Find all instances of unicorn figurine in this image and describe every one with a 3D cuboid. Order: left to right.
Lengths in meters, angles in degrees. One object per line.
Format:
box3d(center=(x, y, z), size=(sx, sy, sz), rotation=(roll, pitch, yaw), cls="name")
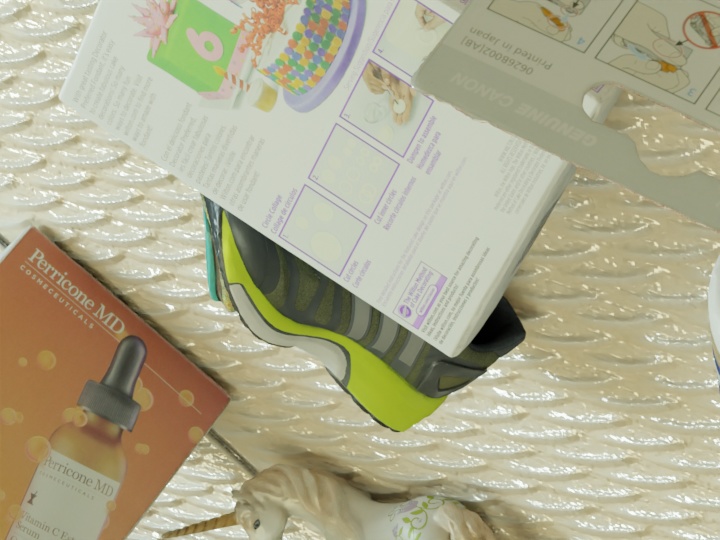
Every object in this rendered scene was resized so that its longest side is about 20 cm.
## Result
box3d(center=(0.013, 0.158, 1.475), size=(0.200, 0.074, 0.137), rotation=(-19, 111, 41), cls="unicorn figurine")

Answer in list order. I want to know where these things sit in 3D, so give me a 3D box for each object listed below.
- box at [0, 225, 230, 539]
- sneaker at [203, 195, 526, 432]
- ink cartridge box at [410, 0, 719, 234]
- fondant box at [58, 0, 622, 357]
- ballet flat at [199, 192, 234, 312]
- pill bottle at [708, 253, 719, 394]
box3d(center=(-0.197, 0.105, 1.480), size=(0.152, 0.200, 0.106), rotation=(41, 153, -7), cls="box")
box3d(center=(0.000, 0.000, 1.208), size=(0.081, 0.074, 0.200), rotation=(-30, 143, 19), cls="sneaker")
box3d(center=(0.134, -0.078, 0.832), size=(0.162, 0.200, 0.050), rotation=(27, 151, 19), cls="ink cartridge box")
box3d(center=(-0.007, -0.079, 1.089), size=(0.200, 0.058, 0.144), rotation=(33, 127, 5), cls="fondant box")
box3d(center=(-0.048, -0.044, 1.242), size=(0.071, 0.071, 0.200), rotation=(24, 151, 22), cls="ballet flat")
box3d(center=(0.201, 0.066, 1.069), size=(0.111, 0.111, 0.200), rotation=(20, 148, 28), cls="pill bottle")
